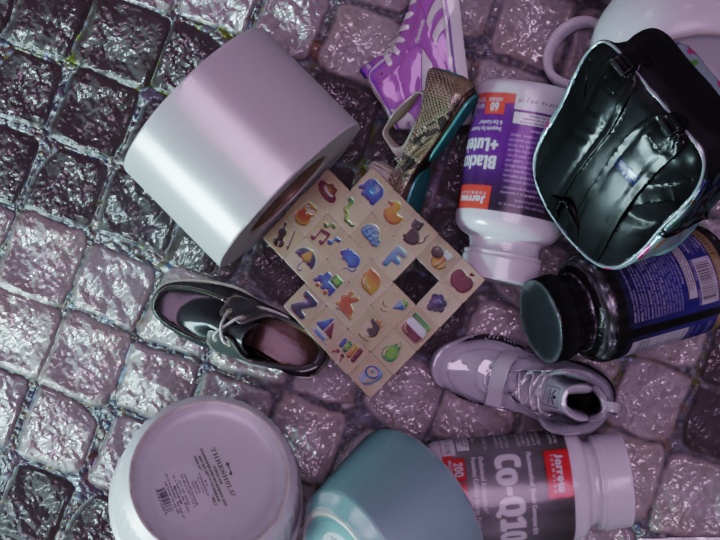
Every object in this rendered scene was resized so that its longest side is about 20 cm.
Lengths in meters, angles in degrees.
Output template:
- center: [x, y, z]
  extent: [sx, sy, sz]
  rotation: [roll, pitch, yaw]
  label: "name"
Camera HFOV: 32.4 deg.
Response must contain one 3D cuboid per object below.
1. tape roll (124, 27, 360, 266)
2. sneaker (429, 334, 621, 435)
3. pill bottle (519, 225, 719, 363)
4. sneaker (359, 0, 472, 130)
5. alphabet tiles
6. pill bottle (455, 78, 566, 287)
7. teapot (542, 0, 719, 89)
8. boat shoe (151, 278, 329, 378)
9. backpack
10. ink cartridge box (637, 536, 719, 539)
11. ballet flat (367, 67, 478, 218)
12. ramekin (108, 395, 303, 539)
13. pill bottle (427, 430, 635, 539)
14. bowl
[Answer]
- center: [-0.118, -0.122, 1.237]
  extent: [0.139, 0.203, 0.203]
  rotation: [44, 89, 2]
  label: "tape roll"
- center: [0.170, 0.115, 1.264]
  extent: [0.199, 0.115, 0.076]
  rotation: [12, 92, 1]
  label: "sneaker"
- center: [0.266, 0.028, 1.244]
  extent: [0.199, 0.112, 0.113]
  rotation: [-13, 88, -19]
  label: "pill bottle"
- center: [0.052, -0.247, 1.305]
  extent: [0.113, 0.073, 0.202]
  rotation: [-6, 88, 4]
  label: "sneaker"
- center: [0.000, 0.000, 1.263]
  extent: [0.167, 0.008, 0.200]
  rotation: [-46, 76, 6]
  label: "alphabet tiles"
- center: [0.158, -0.087, 1.276]
  extent: [0.111, 0.111, 0.201]
  rotation: [9, 88, 1]
  label: "pill bottle"
- center: [0.316, -0.239, 1.263]
  extent: [0.199, 0.198, 0.147]
  rotation: [8, 55, -17]
  label: "teapot"
- center: [-0.127, 0.058, 1.298]
  extent: [0.199, 0.068, 0.072]
  rotation: [21, 90, 3]
  label: "boat shoe"
- center: [0.260, -0.106, 1.156]
  extent: [0.150, 0.200, 0.178]
  rotation: [-15, 60, -37]
  label: "backpack"
- center: [0.346, 0.381, 1.277]
  extent: [0.115, 0.068, 0.201]
  rotation: [-2, 87, 0]
  label: "ink cartridge box"
- center: [0.051, -0.119, 1.287]
  extent: [0.075, 0.068, 0.201]
  rotation: [31, 113, 13]
  label: "ballet flat"
- center: [-0.151, 0.220, 1.236]
  extent: [0.199, 0.105, 0.201]
  rotation: [4, 65, -8]
  label: "ramekin"
- center: [0.171, 0.222, 1.263]
  extent: [0.199, 0.114, 0.115]
  rotation: [-6, 88, 1]
  label: "pill bottle"
- center: [0.018, 0.268, 1.210]
  extent: [0.105, 0.200, 0.202]
  rotation: [-21, 87, -36]
  label: "bowl"
